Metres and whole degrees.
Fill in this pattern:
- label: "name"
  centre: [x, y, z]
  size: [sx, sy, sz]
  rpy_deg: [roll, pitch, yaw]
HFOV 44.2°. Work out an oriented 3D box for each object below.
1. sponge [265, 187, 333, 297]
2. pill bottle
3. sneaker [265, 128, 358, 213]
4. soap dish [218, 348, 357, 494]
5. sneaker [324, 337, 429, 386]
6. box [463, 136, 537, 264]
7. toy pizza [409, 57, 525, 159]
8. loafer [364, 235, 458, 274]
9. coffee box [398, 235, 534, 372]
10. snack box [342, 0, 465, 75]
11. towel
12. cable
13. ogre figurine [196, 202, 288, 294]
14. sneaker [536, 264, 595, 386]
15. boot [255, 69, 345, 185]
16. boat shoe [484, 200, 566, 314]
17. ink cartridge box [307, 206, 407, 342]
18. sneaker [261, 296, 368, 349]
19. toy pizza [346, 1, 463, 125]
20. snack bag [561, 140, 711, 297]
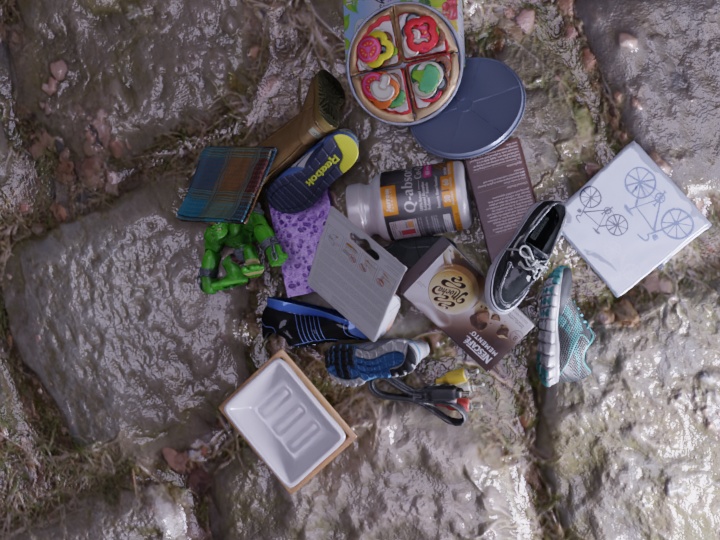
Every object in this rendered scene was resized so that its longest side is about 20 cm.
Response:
- label: "sponge"
  centre: [-0.094, -0.061, 1.560]
  size: [0.111, 0.030, 0.201]
  rpy_deg: [-13, 87, 9]
- label: "pill bottle"
  centre: [0.082, -0.112, 1.484]
  size: [0.199, 0.116, 0.117]
  rpy_deg: [-9, 88, 10]
- label: "sneaker"
  centre: [-0.077, -0.170, 1.514]
  size: [0.200, 0.082, 0.074]
  rpy_deg: [-34, 111, 24]
- label: "soap dish"
  centre: [-0.124, 0.260, 1.538]
  size: [0.157, 0.081, 0.200]
  rpy_deg: [-43, 83, 8]
- label: "sneaker"
  centre: [0.031, 0.152, 1.518]
  size: [0.199, 0.087, 0.075]
  rpy_deg: [-8, 94, 34]
- label: "box"
  centre: [0.243, -0.110, 1.476]
  size: [0.100, 0.075, 0.201]
  rpy_deg: [-14, 85, 10]
- label: "toy pizza"
  centre: [0.179, -0.269, 1.486]
  size: [0.199, 0.032, 0.201]
  rpy_deg: [-9, 63, 17]
- label: "loafer"
  centre: [0.070, -0.012, 1.522]
  size: [0.199, 0.063, 0.072]
  rpy_deg: [-10, 64, 7]
- label: "coffee box"
  centre: [0.171, 0.055, 1.453]
  size: [0.200, 0.080, 0.113]
  rpy_deg: [43, 96, -13]
- label: "snack box"
  centre: [0.074, -0.408, 1.512]
  size: [0.199, 0.053, 0.143]
  rpy_deg: [-3, 88, 17]
- label: "towel"
  centre: [-0.233, -0.149, 1.522]
  size: [0.200, 0.022, 0.147]
  rpy_deg: [7, 72, 47]
- label: "cable"
  centre: [0.113, 0.214, 1.525]
  size: [0.199, 0.050, 0.098]
  rpy_deg: [-1, 105, 23]
- label: "ogre figurine"
  centre: [-0.216, -0.039, 1.551]
  size: [0.098, 0.200, 0.120]
  rpy_deg: [-4, 74, -33]
- label: "sneaker"
  centre: [0.344, 0.092, 1.465]
  size: [0.091, 0.078, 0.201]
  rpy_deg: [3, 94, -5]
- label: "boot"
  centre: [-0.123, -0.244, 1.538]
  size: [0.200, 0.175, 0.066]
  rpy_deg: [-34, 118, 29]
- label: "boat shoe"
  centre: [0.264, -0.020, 1.389]
  size: [0.073, 0.068, 0.200]
  rpy_deg: [36, 83, -12]
- label: "ink cartridge box"
  centre: [0.000, 0.000, 1.428]
  size: [0.162, 0.050, 0.200]
  rpy_deg: [40, 139, 16]
- label: "sneaker"
  centre: [-0.078, 0.103, 1.541]
  size: [0.199, 0.070, 0.078]
  rpy_deg: [14, 96, 17]
- label: "toy pizza"
  centre: [0.069, -0.341, 1.464]
  size: [0.199, 0.032, 0.201]
  rpy_deg: [2, 98, 16]
- label: "snack bag"
  centre: [0.440, -0.080, 1.464]
  size: [0.200, 0.021, 0.189]
  rpy_deg: [-42, 82, 7]
